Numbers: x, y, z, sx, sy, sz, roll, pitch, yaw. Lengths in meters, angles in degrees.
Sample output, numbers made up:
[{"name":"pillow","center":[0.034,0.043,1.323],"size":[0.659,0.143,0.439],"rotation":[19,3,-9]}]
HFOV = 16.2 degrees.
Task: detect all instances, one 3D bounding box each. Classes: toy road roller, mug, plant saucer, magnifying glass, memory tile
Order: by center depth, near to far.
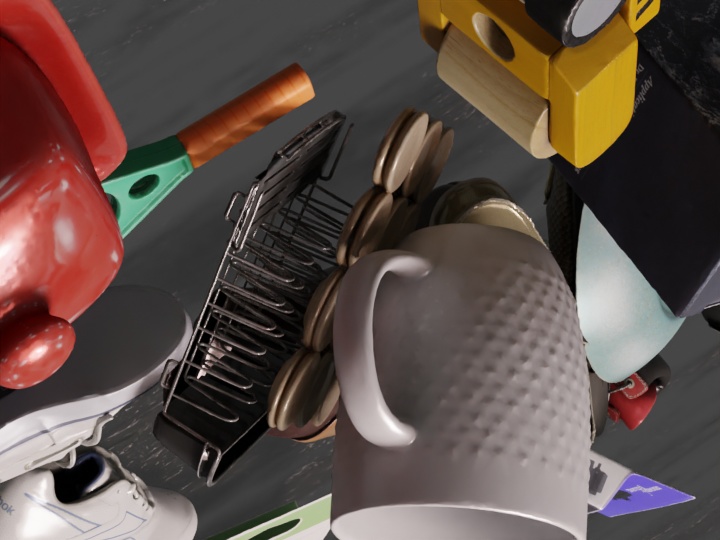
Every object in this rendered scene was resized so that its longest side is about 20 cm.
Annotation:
[{"name":"toy road roller","center":[0.118,-0.169,1.377],"size":[0.146,0.123,0.200],"rotation":[-40,156,-19]},{"name":"magnifying glass","center":[-0.114,-0.053,1.390],"size":[0.200,0.022,0.080],"rotation":[-33,154,-8]},{"name":"mug","center":[0.047,0.061,1.447],"size":[0.147,0.176,0.200],"rotation":[-9,157,33]},{"name":"memory tile","center":[0.000,0.000,1.484],"size":[0.201,0.017,0.153],"rotation":[-66,169,4]},{"name":"plant saucer","center":[0.196,-0.023,1.672],"size":[0.201,0.039,0.202],"rotation":[-28,122,-60]}]

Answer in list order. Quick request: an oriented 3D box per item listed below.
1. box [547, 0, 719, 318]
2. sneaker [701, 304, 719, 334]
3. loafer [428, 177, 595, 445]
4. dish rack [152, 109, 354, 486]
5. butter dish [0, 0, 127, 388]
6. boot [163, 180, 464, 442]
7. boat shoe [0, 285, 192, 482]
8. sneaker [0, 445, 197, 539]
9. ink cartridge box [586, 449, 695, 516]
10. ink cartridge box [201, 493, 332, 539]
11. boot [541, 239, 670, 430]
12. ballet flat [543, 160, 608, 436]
[{"name":"box","center":[0.224,-0.097,1.534],"size":[0.196,0.200,0.118],"rotation":[-15,147,-39]},{"name":"sneaker","center":[0.261,0.018,1.606],"size":[0.066,0.200,0.091],"rotation":[-1,124,-22]},{"name":"loafer","center":[0.104,0.035,1.574],"size":[0.076,0.068,0.201],"rotation":[-30,111,-18]},{"name":"dish rack","center":[-0.049,0.009,1.447],"size":[0.201,0.054,0.153],"rotation":[-67,170,26]},{"name":"butter dish","center":[-0.189,-0.008,1.226],"size":[0.199,0.148,0.200],"rotation":[-33,155,-6]},{"name":"boot","center":[-0.018,0.024,1.585],"size":[0.166,0.072,0.200],"rotation":[9,119,-45]},{"name":"boat shoe","center":[-0.184,0.083,1.471],"size":[0.202,0.075,0.086],"rotation":[-31,154,-7]},{"name":"sneaker","center":[-0.167,0.156,1.623],"size":[0.087,0.075,0.200],"rotation":[-53,151,20]},{"name":"ink cartridge box","center":[0.105,0.136,1.726],"size":[0.198,0.199,0.044],"rotation":[138,-23,-76]},{"name":"ink cartridge box","center":[-0.095,0.207,1.807],"size":[0.145,0.048,0.200],"rotation":[-22,154,-28]},{"name":"boot","center":[0.128,0.048,1.724],"size":[0.200,0.144,0.072],"rotation":[-1,139,-49]},{"name":"ballet flat","center":[0.134,0.012,1.669],"size":[0.046,0.201,0.067],"rotation":[-1,-177,25]}]
